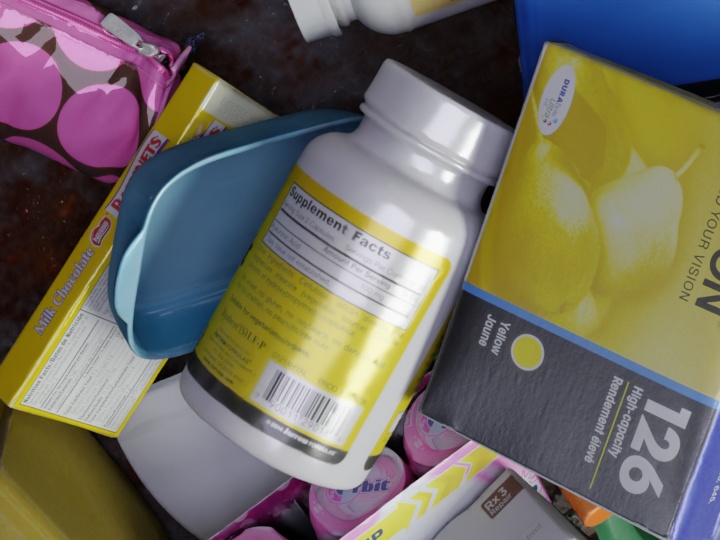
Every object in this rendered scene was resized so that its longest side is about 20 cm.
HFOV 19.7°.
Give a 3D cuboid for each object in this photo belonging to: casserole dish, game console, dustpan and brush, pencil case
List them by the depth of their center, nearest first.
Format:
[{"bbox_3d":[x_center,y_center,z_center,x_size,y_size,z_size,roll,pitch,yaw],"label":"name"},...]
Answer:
[{"bbox_3d":[0.175,-0.131,1.061,0.198,0.171,0.119,-8,93,1],"label":"game console"},{"bbox_3d":[-0.060,-0.026,1.087,0.039,0.199,0.122,36,127,33],"label":"casserole dish"},{"bbox_3d":[-0.189,-0.122,1.095,0.199,0.094,0.091,21,62,-6],"label":"pencil case"},{"bbox_3d":[-0.043,0.139,1.173,0.139,0.057,0.201,-21,94,16],"label":"dustpan and brush"}]

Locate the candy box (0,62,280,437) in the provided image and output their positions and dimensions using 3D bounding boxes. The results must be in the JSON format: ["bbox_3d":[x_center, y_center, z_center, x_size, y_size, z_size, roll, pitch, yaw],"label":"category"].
[{"bbox_3d":[-0.110,-0.007,1.101,0.026,0.102,0.201,35,94,32],"label":"candy box"}]

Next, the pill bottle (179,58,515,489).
[{"bbox_3d":[0.000,0.000,1.050,0.111,0.111,0.201,29,98,-6],"label":"pill bottle"}]

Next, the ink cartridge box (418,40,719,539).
[{"bbox_3d":[0.145,0.019,0.974,0.199,0.047,0.199,25,104,27],"label":"ink cartridge box"}]

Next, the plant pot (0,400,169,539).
[{"bbox_3d":[-0.184,0.204,1.116,0.195,0.194,0.200,-44,104,8],"label":"plant pot"}]

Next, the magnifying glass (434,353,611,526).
[{"bbox_3d":[0.074,0.047,1.072,0.079,0.022,0.201,-38,60,9],"label":"magnifying glass"}]

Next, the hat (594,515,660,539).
[{"bbox_3d":[0.138,0.052,1.166,0.165,0.176,0.201,-18,117,-31],"label":"hat"}]

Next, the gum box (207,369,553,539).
[{"bbox_3d":[0.013,0.152,1.121,0.200,0.066,0.114,-36,129,-8],"label":"gum box"}]

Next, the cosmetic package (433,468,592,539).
[{"bbox_3d":[0.113,0.202,1.121,0.102,0.074,0.200,-47,132,3],"label":"cosmetic package"}]

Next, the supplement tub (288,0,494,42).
[{"bbox_3d":[0.046,-0.206,1.053,0.199,0.145,0.146,-19,101,3],"label":"supplement tub"}]
